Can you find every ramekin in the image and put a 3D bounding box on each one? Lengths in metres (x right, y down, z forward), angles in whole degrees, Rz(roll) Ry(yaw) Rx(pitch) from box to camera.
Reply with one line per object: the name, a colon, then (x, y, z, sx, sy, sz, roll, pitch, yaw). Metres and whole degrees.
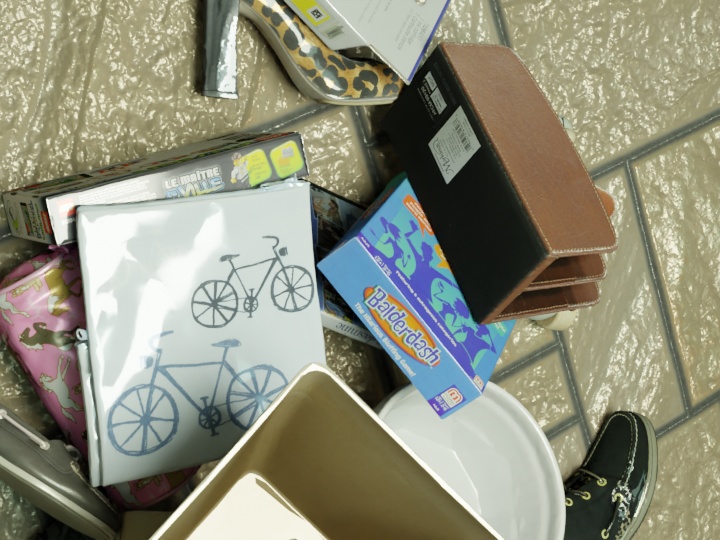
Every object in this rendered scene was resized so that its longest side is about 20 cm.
ramekin: (0.062, 0.193, 1.081, 0.200, 0.105, 0.201, 12, 66, -28)

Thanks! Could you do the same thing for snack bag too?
snack bag: (-0.112, 0.040, 0.921, 0.188, 0.021, 0.200, -10, 99, -29)

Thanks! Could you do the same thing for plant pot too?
plant pot: (-0.048, 0.212, 0.858, 0.200, 0.177, 0.200, 44, 65, -4)

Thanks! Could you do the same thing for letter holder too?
letter holder: (0.132, -0.073, 1.037, 0.142, 0.101, 0.200, -6, 61, -35)

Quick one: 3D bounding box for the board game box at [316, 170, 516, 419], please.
board game box: (0.058, 0.006, 1.036, 0.152, 0.045, 0.200, 51, 27, -7)

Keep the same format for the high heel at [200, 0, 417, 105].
high heel: (-0.031, -0.205, 1.035, 0.200, 0.071, 0.143, 0, 97, -25)

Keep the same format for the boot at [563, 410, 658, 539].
boot: (0.187, 0.210, 1.207, 0.154, 0.073, 0.204, 25, 81, -27)

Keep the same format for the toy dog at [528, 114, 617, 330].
toy dog: (0.167, -0.036, 1.155, 0.132, 0.096, 0.200, -16, 103, -29)

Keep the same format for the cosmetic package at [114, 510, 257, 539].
cosmetic package: (-0.133, 0.279, 0.947, 0.103, 0.073, 0.200, 4, 75, -19)

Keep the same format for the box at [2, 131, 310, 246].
box: (-0.151, -0.064, 0.957, 0.200, 0.110, 0.035, -18, 104, -27)

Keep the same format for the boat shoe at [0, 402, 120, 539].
boat shoe: (-0.246, 0.117, 0.918, 0.200, 0.067, 0.057, 34, 63, -5)

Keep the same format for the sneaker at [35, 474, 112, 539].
sneaker: (-0.244, 0.245, 0.955, 0.086, 0.080, 0.200, 20, 79, -19)

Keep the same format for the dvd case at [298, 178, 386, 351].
dvd case: (0.000, 0.000, 1.054, 0.200, 0.018, 0.143, 23, 40, -30)

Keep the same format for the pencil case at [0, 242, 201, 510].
pencil case: (-0.192, 0.075, 0.947, 0.086, 0.083, 0.200, -38, 102, -27)

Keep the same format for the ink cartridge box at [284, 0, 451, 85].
ink cartridge box: (-0.005, -0.275, 1.028, 0.200, 0.047, 0.198, 46, 51, -27)
